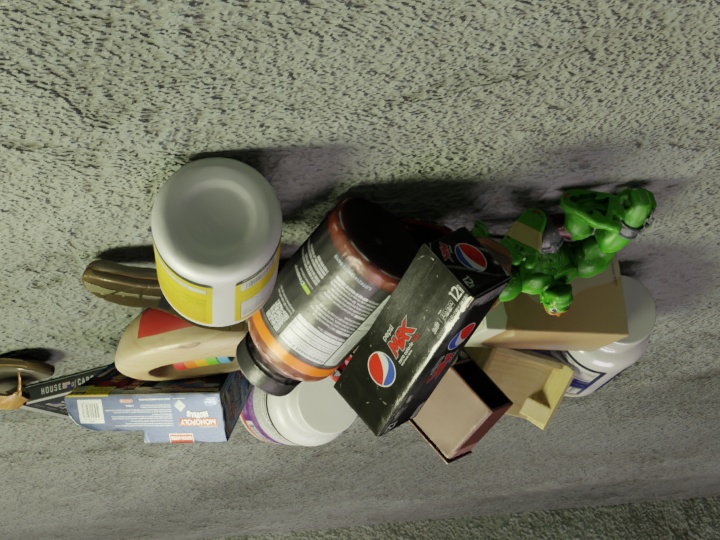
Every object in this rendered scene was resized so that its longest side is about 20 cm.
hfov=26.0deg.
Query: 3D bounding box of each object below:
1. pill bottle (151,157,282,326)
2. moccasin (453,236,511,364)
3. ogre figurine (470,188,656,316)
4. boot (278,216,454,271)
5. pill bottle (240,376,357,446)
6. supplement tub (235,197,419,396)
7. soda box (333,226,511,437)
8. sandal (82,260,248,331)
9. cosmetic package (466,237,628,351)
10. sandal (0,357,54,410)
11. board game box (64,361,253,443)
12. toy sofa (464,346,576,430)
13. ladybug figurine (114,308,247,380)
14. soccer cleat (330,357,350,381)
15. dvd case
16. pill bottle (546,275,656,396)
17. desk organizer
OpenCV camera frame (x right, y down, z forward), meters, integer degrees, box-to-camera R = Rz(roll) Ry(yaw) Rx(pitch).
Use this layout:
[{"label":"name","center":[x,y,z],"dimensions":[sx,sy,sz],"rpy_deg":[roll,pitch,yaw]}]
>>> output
[{"label":"pill bottle","center":[-0.127,-0.015,1.380],"dimensions":[0.110,0.114,0.200],"rpy_deg":[-5,163,-7]},{"label":"moccasin","center":[0.073,0.042,1.481],"dimensions":[0.073,0.078,0.201],"rpy_deg":[30,144,-24]},{"label":"ogre figurine","center":[0.188,-0.021,1.533],"dimensions":[0.199,0.098,0.120],"rpy_deg":[-33,156,-18]},{"label":"boot","center":[0.001,-0.001,1.569],"dimensions":[0.201,0.074,0.154],"rpy_deg":[11,146,-2]},{"label":"pill bottle","center":[-0.073,0.158,1.905],"dimensions":[0.110,0.113,0.200],"rpy_deg":[0,176,-22]},{"label":"supplement tub","center":[-0.036,0.032,1.475],"dimensions":[0.106,0.108,0.200],"rpy_deg":[10,134,-44]},{"label":"soda box","center":[0.054,0.057,1.410],"dimensions":[0.063,0.071,0.201],"rpy_deg":[-21,152,-46]},{"label":"sandal","center":[-0.176,0.014,1.548],"dimensions":[0.197,0.055,0.082],"rpy_deg":[13,155,-13]},{"label":"cosmetic package","center":[0.187,0.027,1.666],"dimensions":[0.198,0.107,0.071],"rpy_deg":[2,163,-33]},{"label":"sandal","center":[-0.438,0.146,1.881],"dimensions":[0.199,0.055,0.081],"rpy_deg":[-20,159,37]},{"label":"board game box","center":[-0.211,0.140,1.828],"dimensions":[0.197,0.063,0.200],"rpy_deg":[-3,-166,20]},{"label":"toy sofa","center":[0.149,0.114,1.767],"dimensions":[0.097,0.084,0.199],"rpy_deg":[33,-170,37]},{"label":"ladybug figurine","center":[-0.175,0.072,1.714],"dimensions":[0.197,0.073,0.136],"rpy_deg":[-9,164,7]},{"label":"soccer cleat","center":[0.038,0.055,1.754],"dimensions":[0.068,0.086,0.200],"rpy_deg":[39,113,-23]},{"label":"dvd case","center":[-0.330,0.157,2.018],"dimensions":[0.198,0.025,0.150],"rpy_deg":[-15,161,23]},{"label":"pill bottle","center":[0.278,0.074,1.843],"dimensions":[0.109,0.113,0.200],"rpy_deg":[-3,163,-12]},{"label":"desk organizer","center":[0.062,0.101,1.651],"dimensions":[0.077,0.200,0.072],"rpy_deg":[-49,163,20]}]
